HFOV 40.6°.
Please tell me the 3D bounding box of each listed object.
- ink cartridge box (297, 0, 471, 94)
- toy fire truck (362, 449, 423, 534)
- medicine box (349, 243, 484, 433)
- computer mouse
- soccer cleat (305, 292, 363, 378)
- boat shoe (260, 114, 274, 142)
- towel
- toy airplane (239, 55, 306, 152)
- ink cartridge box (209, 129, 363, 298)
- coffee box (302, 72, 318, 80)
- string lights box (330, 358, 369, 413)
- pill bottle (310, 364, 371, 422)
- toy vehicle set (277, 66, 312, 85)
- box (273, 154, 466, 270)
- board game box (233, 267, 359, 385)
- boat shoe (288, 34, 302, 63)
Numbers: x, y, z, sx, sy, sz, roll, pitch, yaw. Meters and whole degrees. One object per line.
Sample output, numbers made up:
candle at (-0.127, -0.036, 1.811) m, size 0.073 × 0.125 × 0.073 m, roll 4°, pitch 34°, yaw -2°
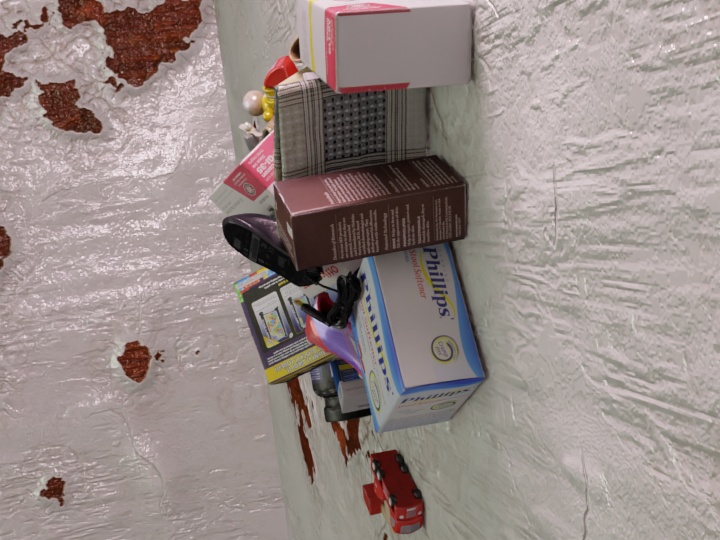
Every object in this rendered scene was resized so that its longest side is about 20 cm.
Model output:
ink cartridge box at (0.019, -0.255, 1.050) m, size 0.200 × 0.144 × 0.084 m, roll -126°, pitch 30°, yaw -64°
toy fire truck at (0.050, 0.368, 1.554) m, size 0.200 × 0.048 × 0.142 m, roll -123°, pitch 27°, yaw -60°
medicine box at (0.061, 0.081, 1.189) m, size 0.200 × 0.102 × 0.183 m, roll 108°, pitch 151°, yaw -66°
computer mouse at (-0.083, -0.004, 1.238) m, size 0.046 × 0.199 × 0.141 m, roll -56°, pitch -12°, yaw -29°
soccer cleat at (0.012, 0.100, 1.311) m, size 0.199 × 0.067 × 0.077 m, roll 27°, pitch 126°, yaw 21°
boat shoe at (-0.129, -0.184, 1.529) m, size 0.075 × 0.068 × 0.200 m, roll 45°, pitch 155°, yaw 18°
towel at (-0.010, -0.135, 1.153) m, size 0.035 × 0.191 × 0.201 m, roll -130°, pitch 34°, yaw -51°
toy airplane at (-0.139, -0.274, 1.709) m, size 0.200 × 0.140 × 0.201 m, roll -31°, pitch -44°, yaw -76°
ink cartridge box at (-0.084, -0.071, 1.276) m, size 0.200 × 0.083 × 0.146 m, roll 45°, pitch 152°, yaw -8°
coffee box at (-0.048, -0.205, 1.539) m, size 0.201 × 0.079 × 0.114 m, roll 99°, pitch 157°, yaw -54°
string lights box at (-0.001, 0.108, 1.484) m, size 0.059 × 0.102 × 0.201 m, roll 94°, pitch 163°, yaw -57°
pill bottle at (-0.033, 0.149, 1.640) m, size 0.112 × 0.111 × 0.202 m, roll 155°, pitch 107°, yaw -77°
toy vehicle set at (-0.088, -0.253, 1.601) m, size 0.026 × 0.124 × 0.201 m, roll 40°, pitch 150°, yaw 20°
box at (0.010, -0.067, 1.089) m, size 0.100 × 0.198 × 0.075 m, roll -121°, pitch 25°, yaw -60°
board game box at (-0.070, 0.053, 1.421) m, size 0.057 × 0.199 × 0.166 m, roll 0°, pitch -113°, yaw -63°
boat shoe at (-0.048, -0.343, 1.433) m, size 0.200 × 0.064 × 0.072 m, roll 157°, pitch 106°, yaw -64°
